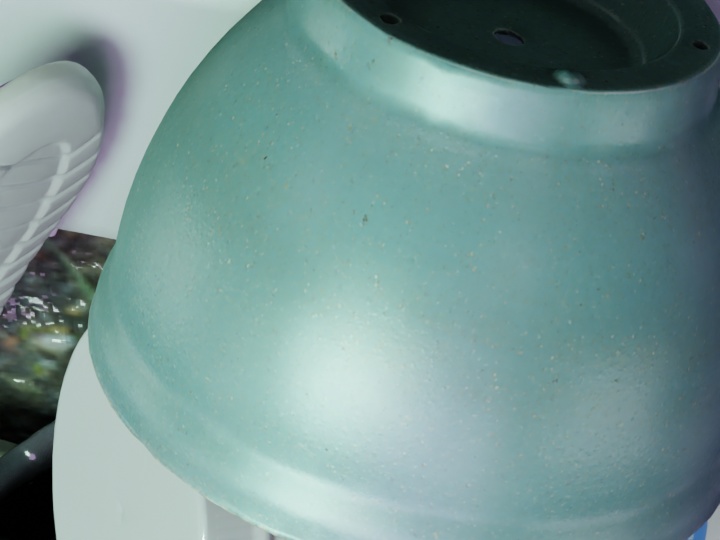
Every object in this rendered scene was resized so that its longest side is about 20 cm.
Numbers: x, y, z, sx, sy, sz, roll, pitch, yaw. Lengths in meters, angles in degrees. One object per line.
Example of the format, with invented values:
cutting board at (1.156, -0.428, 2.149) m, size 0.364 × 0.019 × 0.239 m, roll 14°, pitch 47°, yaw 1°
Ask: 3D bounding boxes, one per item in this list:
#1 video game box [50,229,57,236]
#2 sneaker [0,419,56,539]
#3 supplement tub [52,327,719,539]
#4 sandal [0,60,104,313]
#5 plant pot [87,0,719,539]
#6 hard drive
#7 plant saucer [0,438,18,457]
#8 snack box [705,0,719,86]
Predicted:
video game box at (-0.165, -0.109, 0.797) m, size 0.182 × 0.047 × 0.200 m, roll 14°, pitch 139°, yaw -10°
sneaker at (-0.060, 0.081, 0.901) m, size 0.200 × 0.078 × 0.140 m, roll -19°, pitch 167°, yaw -5°
supplement tub at (0.013, 0.070, 0.784) m, size 0.200 × 0.132 × 0.132 m, roll -2°, pitch 145°, yaw -27°
sandal at (-0.149, -0.008, 0.795) m, size 0.050 × 0.082 × 0.203 m, roll 50°, pitch 135°, yaw 14°
plant pot at (0.031, -0.024, 0.687) m, size 0.200 × 0.200 × 0.134 m, roll 12°, pitch 121°, yaw -4°
hard drive at (-0.124, -0.068, 0.783) m, size 0.200 × 0.025 × 0.132 m, roll 11°, pitch 139°, yaw -6°
plant saucer at (-0.175, 0.122, 1.054) m, size 0.200 × 0.050 × 0.200 m, roll 5°, pitch 138°, yaw 5°
snack box at (0.167, -0.084, 0.747) m, size 0.168 × 0.068 × 0.200 m, roll -3°, pitch 138°, yaw 16°
